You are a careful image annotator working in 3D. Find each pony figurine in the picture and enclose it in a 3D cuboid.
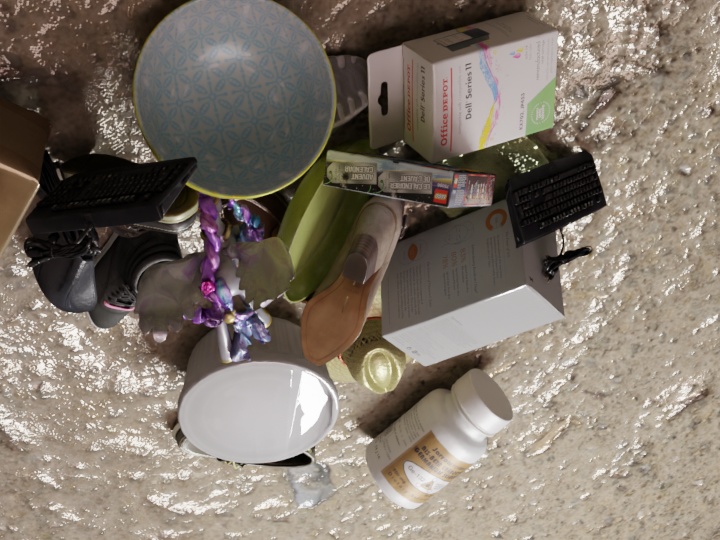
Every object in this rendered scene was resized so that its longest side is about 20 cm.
[{"bbox_3d":[-0.146,0.004,1.374,0.164,0.195,0.201,-12,140,1],"label":"pony figurine"}]

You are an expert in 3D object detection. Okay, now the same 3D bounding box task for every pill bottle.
[{"bbox_3d":[0.112,0.231,1.831,0.200,0.115,0.114,-42,134,22],"label":"pill bottle"}]

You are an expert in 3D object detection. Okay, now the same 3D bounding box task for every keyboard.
[{"bbox_3d":[-0.247,-0.056,1.222,0.198,0.128,0.021,-4,135,42],"label":"keyboard"},{"bbox_3d":[0.234,-0.062,1.525,0.020,0.129,0.199,-7,-170,40],"label":"keyboard"}]

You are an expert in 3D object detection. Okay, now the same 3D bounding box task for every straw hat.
[{"bbox_3d":[0.018,0.108,1.687,0.198,0.086,0.202,-12,137,-11],"label":"straw hat"}]

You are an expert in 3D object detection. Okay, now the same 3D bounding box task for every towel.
[{"bbox_3d":[0.156,-0.111,1.553,0.148,0.037,0.199,-37,137,19],"label":"towel"}]

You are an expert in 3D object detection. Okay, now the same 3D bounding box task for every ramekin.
[{"bbox_3d":[-0.128,0.144,1.643,0.199,0.095,0.204,-4,135,-4],"label":"ramekin"}]

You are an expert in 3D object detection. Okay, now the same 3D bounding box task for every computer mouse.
[{"bbox_3d":[-0.323,-0.021,1.397,0.052,0.139,0.201,-25,153,-23],"label":"computer mouse"}]

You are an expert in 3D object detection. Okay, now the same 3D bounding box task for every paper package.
[{"bbox_3d":[-0.424,-0.093,1.263,0.198,0.104,0.191,23,125,-24],"label":"paper package"}]

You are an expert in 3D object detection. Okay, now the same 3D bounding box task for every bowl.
[{"bbox_3d":[-0.128,-0.162,1.308,0.197,0.203,0.108,-10,175,-12],"label":"bowl"}]

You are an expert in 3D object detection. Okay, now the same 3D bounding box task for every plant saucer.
[{"bbox_3d":[-0.043,-0.061,1.452,0.201,0.031,0.201,-56,164,-25],"label":"plant saucer"}]

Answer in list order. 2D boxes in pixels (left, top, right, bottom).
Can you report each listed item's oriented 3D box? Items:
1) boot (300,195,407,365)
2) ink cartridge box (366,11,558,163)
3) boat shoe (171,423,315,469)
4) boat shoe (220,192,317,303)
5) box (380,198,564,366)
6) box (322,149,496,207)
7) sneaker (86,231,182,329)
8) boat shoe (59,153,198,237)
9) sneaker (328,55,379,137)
[{"bbox_3d":[0.000,0.000,1.530,0.070,0.147,0.201,29,127,1],"label":"boot"},{"bbox_3d":[0.108,-0.188,1.381,0.198,0.067,0.118,-19,126,-23],"label":"ink cartridge box"},{"bbox_3d":[-0.153,0.231,1.765,0.199,0.061,0.072,5,132,-26],"label":"boat shoe"},{"bbox_3d":[-0.100,-0.032,1.508,0.072,0.068,0.200,-30,137,11],"label":"boat shoe"},{"bbox_3d":[0.130,0.014,1.566,0.198,0.126,0.097,-21,143,29],"label":"box"},{"bbox_3d":[0.057,-0.096,1.395,0.135,0.200,0.040,11,96,18],"label":"box"},{"bbox_3d":[-0.257,0.019,1.475,0.070,0.100,0.201,10,131,-32],"label":"sneaker"},{"bbox_3d":[-0.230,-0.067,1.331,0.071,0.200,0.067,-31,128,-37],"label":"boat shoe"},{"bbox_3d":[-0.067,-0.161,1.405,0.199,0.075,0.082,-31,171,5],"label":"sneaker"}]
